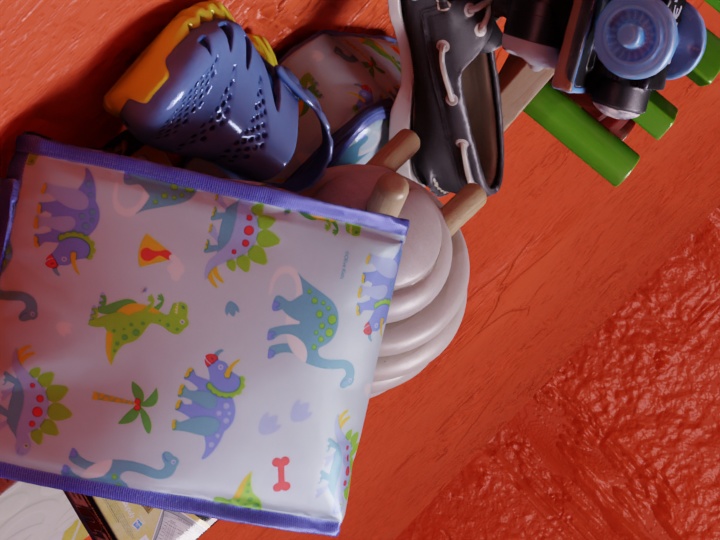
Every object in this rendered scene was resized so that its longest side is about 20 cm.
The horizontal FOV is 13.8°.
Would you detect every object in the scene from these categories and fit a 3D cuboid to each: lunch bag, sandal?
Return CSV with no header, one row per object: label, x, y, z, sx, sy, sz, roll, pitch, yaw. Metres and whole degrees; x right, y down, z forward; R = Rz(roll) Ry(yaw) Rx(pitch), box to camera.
lunch bag,-0.028,-0.062,1.773,0.161,0.083,0.200,-45,168,15
sandal,-0.065,-0.083,1.540,0.079,0.087,0.200,-45,168,13
lunch bag,-0.098,0.032,1.487,0.127,0.199,0.171,11,-90,59

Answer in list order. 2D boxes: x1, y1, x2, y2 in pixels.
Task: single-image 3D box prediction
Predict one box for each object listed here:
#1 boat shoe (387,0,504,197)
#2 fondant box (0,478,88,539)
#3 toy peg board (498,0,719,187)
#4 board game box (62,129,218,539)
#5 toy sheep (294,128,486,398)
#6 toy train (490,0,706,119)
boat shoe,0.052,-0.129,1.656,0.074,0.060,0.201,-47,144,-53
fondant box,-0.223,0.145,1.755,0.200,0.058,0.144,-39,159,8
toy peg board,0.180,-0.159,1.881,0.200,0.098,0.199,-49,-175,25
board game box,-0.119,0.046,1.575,0.135,0.201,0.035,-39,-153,-25
toy sheep,0.000,0.000,1.638,0.138,0.138,0.200,-39,160,-28
toy train,0.139,-0.186,1.601,0.087,0.114,0.201,-8,114,-67
